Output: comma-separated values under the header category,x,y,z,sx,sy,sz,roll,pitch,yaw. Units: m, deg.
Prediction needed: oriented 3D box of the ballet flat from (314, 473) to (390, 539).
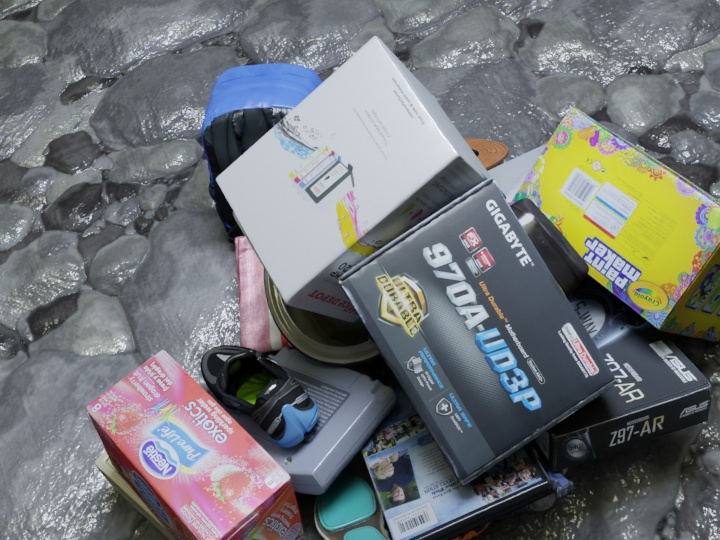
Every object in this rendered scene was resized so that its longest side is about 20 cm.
category,x,y,z,sx,sy,sz,roll,pitch,yaw
ballet flat,-0.001,0.256,0.857,0.066,0.064,0.200,-12,16,-9

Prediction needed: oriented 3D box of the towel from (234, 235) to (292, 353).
category,x,y,z,sx,sy,sz,roll,pitch,yaw
towel,-0.049,0.008,1.054,0.196,0.023,0.147,-14,68,15

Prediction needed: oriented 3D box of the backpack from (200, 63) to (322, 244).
category,x,y,z,sx,sy,sz,roll,pitch,yaw
backpack,-0.106,-0.148,1.112,0.159,0.202,0.170,-8,48,6

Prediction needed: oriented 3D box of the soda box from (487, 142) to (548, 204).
category,x,y,z,sx,sy,sz,roll,pitch,yaw
soda box,0.152,-0.067,1.040,0.197,0.064,0.069,-25,53,-7

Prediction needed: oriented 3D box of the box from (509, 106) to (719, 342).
category,x,y,z,sx,sy,sz,roll,pitch,yaw
box,0.289,-0.042,0.939,0.200,0.191,0.123,43,110,34

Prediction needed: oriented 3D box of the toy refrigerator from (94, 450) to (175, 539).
category,x,y,z,sx,sy,sz,roll,pitch,yaw
toy refrigerator,-0.168,0.229,0.926,0.198,0.071,0.076,32,64,29

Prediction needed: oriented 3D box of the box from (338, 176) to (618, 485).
category,x,y,z,sx,sy,sz,roll,pitch,yaw
box,0.096,0.050,0.792,0.157,0.046,0.202,-31,87,-1

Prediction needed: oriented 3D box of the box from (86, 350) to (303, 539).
category,x,y,z,sx,sy,sz,roll,pitch,yaw
box,-0.151,0.182,0.855,0.095,0.101,0.199,-35,54,-25

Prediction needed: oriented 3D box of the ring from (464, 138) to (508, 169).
category,x,y,z,sx,sy,sz,roll,pitch,yaw
ring,0.079,-0.123,1.118,0.196,0.020,0.201,-10,20,4

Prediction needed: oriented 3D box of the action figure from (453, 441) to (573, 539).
category,x,y,z,sx,sy,sz,roll,pitch,yaw
action figure,0.111,0.193,0.901,0.190,0.106,0.200,-17,30,-11

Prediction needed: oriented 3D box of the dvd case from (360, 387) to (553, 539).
category,x,y,z,sx,sy,sz,roll,pitch,yaw
dvd case,0.074,0.162,0.857,0.140,0.018,0.201,-23,29,-2

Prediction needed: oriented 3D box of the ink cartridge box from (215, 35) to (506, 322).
category,x,y,z,sx,sy,sz,roll,pitch,yaw
ink cartridge box,0.002,-0.074,0.867,0.199,0.147,0.146,-39,66,14

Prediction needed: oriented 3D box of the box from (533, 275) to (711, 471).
category,x,y,z,sx,sy,sz,roll,pitch,yaw
box,0.210,0.087,0.896,0.157,0.044,0.201,-15,36,-10

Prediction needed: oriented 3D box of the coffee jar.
category,x,y,z,sx,sy,sz,roll,pitch,yaw
coffee jar,0.109,0.032,0.859,0.200,0.085,0.104,-43,88,-2

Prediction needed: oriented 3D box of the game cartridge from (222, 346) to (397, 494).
category,x,y,z,sx,sy,sz,roll,pitch,yaw
game cartridge,-0.065,0.149,0.939,0.133,0.041,0.199,-43,30,-23

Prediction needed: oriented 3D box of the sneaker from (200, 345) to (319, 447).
category,x,y,z,sx,sy,sz,roll,pitch,yaw
sneaker,-0.108,0.106,0.927,0.071,0.083,0.199,-43,28,-15

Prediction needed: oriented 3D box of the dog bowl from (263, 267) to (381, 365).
category,x,y,z,sx,sy,sz,roll,pitch,yaw
dog bowl,0.000,0.000,0.976,0.197,0.074,0.204,-5,77,24
